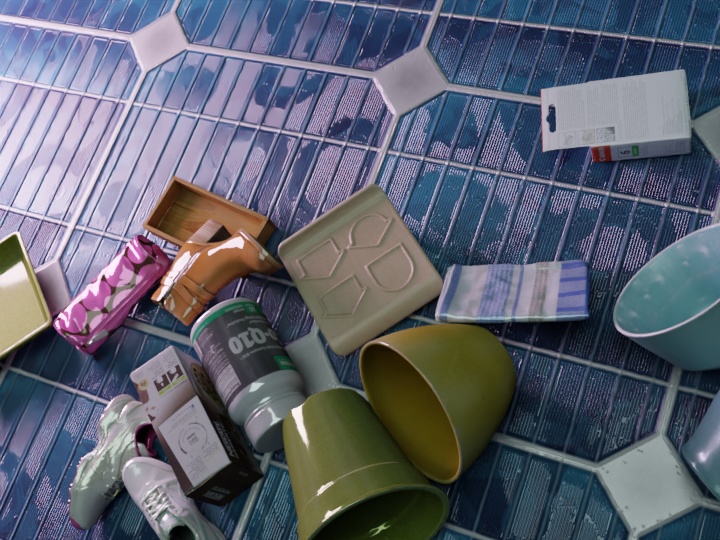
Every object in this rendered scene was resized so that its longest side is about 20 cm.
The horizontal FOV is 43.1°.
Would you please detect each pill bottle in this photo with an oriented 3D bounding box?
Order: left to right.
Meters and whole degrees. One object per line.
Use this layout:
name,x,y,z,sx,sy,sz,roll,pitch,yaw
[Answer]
pill bottle,-0.149,0.146,1.279,0.113,0.113,0.200,-35,62,2

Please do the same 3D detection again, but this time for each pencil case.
pencil case,-0.378,0.040,1.416,0.200,0.091,0.094,-50,27,-3

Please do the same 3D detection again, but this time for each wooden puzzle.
wooden puzzle,0.000,0.000,1.330,0.185,0.046,0.200,-33,67,4

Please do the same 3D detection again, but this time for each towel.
towel,0.203,0.027,1.211,0.199,0.024,0.147,-2,26,16

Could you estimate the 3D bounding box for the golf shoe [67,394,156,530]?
golf shoe,-0.352,0.281,1.316,0.091,0.075,0.201,14,75,20

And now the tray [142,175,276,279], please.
tray,-0.240,-0.069,1.443,0.199,0.037,0.099,24,78,27

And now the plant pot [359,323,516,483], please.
plant pot,0.114,0.147,1.162,0.142,0.200,0.200,-28,59,-25

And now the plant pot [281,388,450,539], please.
plant pot,-0.015,0.259,1.162,0.200,0.200,0.190,-32,49,4

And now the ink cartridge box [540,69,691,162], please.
ink cartridge box,0.360,-0.213,1.290,0.199,0.050,0.109,-4,68,18

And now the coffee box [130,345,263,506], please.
coffee box,-0.229,0.218,1.276,0.080,0.113,0.200,-35,61,2

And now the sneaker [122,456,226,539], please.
sneaker,-0.258,0.328,1.244,0.200,0.080,0.070,42,87,19

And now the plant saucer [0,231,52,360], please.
plant saucer,-0.602,0.068,1.502,0.200,0.048,0.200,-33,62,4

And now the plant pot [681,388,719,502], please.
plant pot,0.472,0.189,1.015,0.188,0.200,0.200,-45,61,14

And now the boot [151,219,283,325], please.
boot,-0.209,0.015,1.322,0.200,0.074,0.155,18,67,49

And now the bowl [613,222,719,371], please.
bowl,0.418,0.045,1.102,0.201,0.201,0.105,-41,102,-1
